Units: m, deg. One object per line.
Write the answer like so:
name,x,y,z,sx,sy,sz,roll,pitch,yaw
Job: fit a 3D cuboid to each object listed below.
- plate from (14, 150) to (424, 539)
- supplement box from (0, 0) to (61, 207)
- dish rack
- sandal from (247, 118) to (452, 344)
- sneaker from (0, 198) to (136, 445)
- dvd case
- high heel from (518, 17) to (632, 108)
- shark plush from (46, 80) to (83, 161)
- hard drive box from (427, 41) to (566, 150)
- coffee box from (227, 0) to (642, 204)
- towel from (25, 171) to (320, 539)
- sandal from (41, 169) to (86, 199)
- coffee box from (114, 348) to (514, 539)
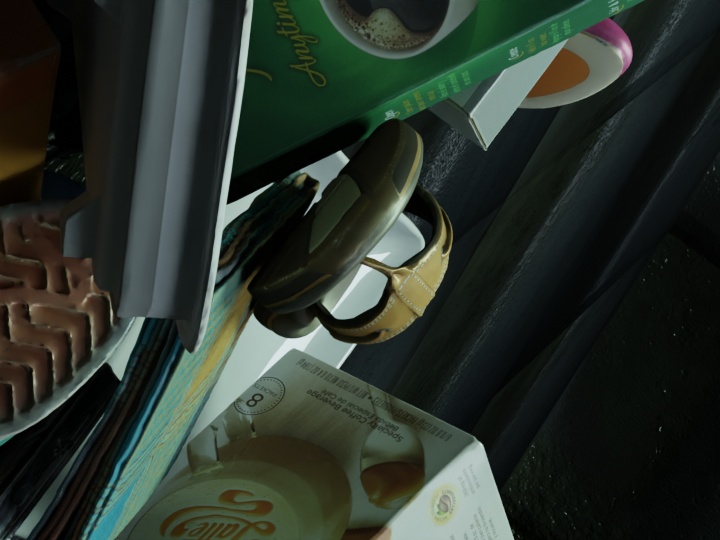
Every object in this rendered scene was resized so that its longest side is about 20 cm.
plate,-0.066,0.033,1.057,0.200,0.032,0.200,-53,157,-2
supplement box,-0.146,-0.029,0.838,0.066,0.069,0.200,-25,156,-24
dish rack,-0.069,-0.094,0.773,0.201,0.043,0.172,-100,-165,-45
sandal,0.000,0.000,0.916,0.082,0.054,0.200,-52,178,-12
sneaker,-0.157,0.046,0.813,0.199,0.072,0.080,-35,179,-12
dvd case,-0.183,0.112,0.903,0.199,0.016,0.149,-30,-168,23
high heel,0.046,-0.126,1.077,0.096,0.199,0.068,-53,130,-25
shark plush,-0.086,-0.058,1.036,0.083,0.091,0.200,-23,-165,34
hard drive box,0.043,-0.175,0.970,0.200,0.156,0.077,-52,170,-1
coffee box,0.012,-0.121,0.907,0.199,0.124,0.044,-27,172,3
towel,-0.070,0.041,0.918,0.147,0.022,0.200,-61,178,15
sandal,-0.120,0.001,1.085,0.200,0.079,0.088,69,17,-66
coffee box,-0.046,0.137,1.031,0.200,0.114,0.080,-43,134,-26
